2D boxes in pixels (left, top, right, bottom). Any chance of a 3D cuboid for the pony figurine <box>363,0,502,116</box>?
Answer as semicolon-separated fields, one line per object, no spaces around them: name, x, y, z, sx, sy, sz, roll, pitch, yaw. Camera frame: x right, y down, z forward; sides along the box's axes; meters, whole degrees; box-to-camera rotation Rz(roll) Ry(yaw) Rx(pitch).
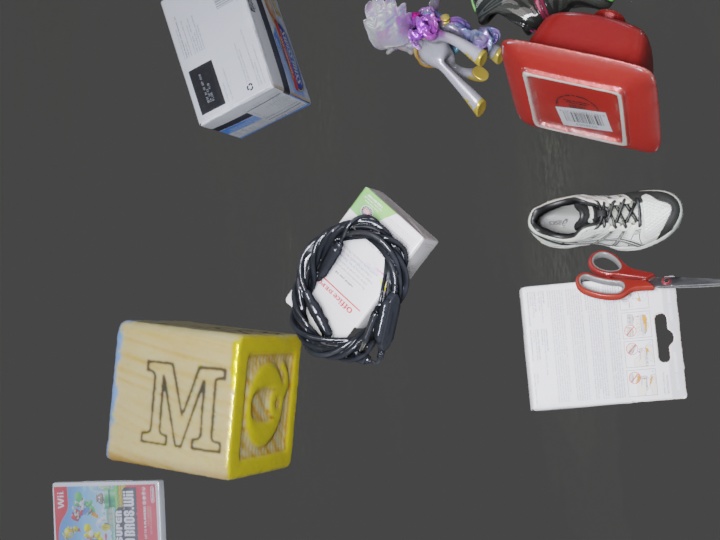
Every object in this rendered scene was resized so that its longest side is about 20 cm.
pony figurine;0.094;-0.320;1.603;0.199;0.194;0.167;34;67;22

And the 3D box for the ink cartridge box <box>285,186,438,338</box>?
ink cartridge box;0.000;0.000;1.676;0.117;0.067;0.201;42;102;18

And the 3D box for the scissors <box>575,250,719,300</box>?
scissors;0.374;0.021;1.521;0.198;0.014;0.074;14;55;18

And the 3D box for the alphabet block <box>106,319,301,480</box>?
alphabet block;-0.217;0.176;1.695;0.198;0.195;0.199;5;91;25

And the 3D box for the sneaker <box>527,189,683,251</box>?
sneaker;0.310;-0.063;1.535;0.198;0.088;0.077;-8;82;21

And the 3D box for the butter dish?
butter dish;0.296;-0.263;1.520;0.198;0.200;0.149;16;70;22

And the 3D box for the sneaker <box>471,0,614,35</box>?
sneaker;0.244;-0.356;1.599;0.198;0.077;0.085;6;107;27

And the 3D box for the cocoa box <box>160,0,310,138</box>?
cocoa box;-0.179;-0.314;1.738;0.132;0.131;0.202;-23;78;20

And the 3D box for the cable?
cable;-0.016;0.022;1.625;0.162;0.051;0.202;13;95;27

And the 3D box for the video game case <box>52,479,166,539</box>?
video game case;-0.387;0.397;1.849;0.198;0.017;0.145;-5;85;23

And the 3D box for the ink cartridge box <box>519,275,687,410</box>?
ink cartridge box;0.312;0.094;1.558;0.197;0.050;0.163;-5;85;5
